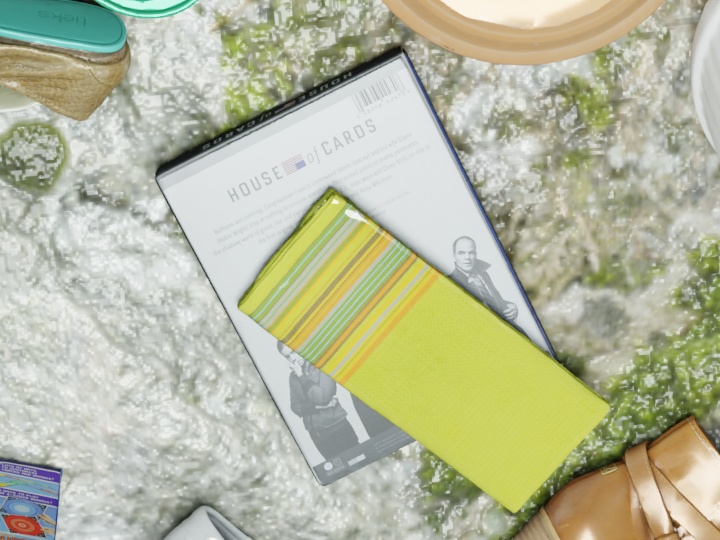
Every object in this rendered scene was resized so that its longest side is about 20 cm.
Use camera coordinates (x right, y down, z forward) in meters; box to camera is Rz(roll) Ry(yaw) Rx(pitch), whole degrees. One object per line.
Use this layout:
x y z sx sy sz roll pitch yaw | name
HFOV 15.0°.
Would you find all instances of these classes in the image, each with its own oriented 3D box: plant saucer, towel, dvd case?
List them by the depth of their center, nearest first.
0.086 -0.203 1.408 0.199 0.032 0.202 -1 109 -3 | plant saucer
0.035 0.044 1.471 0.200 0.018 0.086 37 108 -16 | towel
0.000 0.000 1.473 0.150 0.025 0.201 -26 108 5 | dvd case

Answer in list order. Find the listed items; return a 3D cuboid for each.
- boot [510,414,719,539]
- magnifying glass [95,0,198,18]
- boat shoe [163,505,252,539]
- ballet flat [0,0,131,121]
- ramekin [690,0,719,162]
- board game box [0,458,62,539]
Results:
0.179 0.190 1.534 0.155 0.077 0.200 -37 100 4 | boot
-0.156 -0.205 1.396 0.200 0.022 0.080 38 102 -17 | magnifying glass
-0.029 0.204 1.522 0.200 0.072 0.069 38 103 -6 | boat shoe
-0.218 -0.120 1.403 0.199 0.068 0.073 15 126 -13 | ballet flat
0.271 -0.081 1.392 0.201 0.095 0.203 0 134 0 | ramekin
-0.258 0.127 1.438 0.198 0.135 0.035 11 107 -7 | board game box
